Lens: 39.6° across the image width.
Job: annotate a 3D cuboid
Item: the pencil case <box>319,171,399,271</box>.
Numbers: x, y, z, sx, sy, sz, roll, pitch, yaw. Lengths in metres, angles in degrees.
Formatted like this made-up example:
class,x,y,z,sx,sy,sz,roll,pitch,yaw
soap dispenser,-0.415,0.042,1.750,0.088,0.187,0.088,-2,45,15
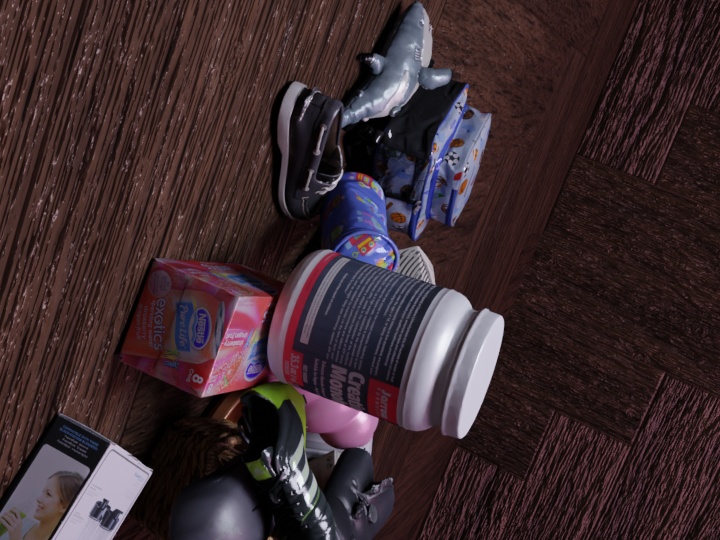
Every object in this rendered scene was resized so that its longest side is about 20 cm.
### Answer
class,x,y,z,sx,sy,sz,roll,pitch,yaw
pencil case,-0.003,-0.044,1.127,0.078,0.087,0.200,-46,-159,16

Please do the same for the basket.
class,x,y,z,sx,sy,sz,roll,pitch,yaw
basket,-0.123,0.253,1.088,0.200,0.149,0.143,38,77,-48

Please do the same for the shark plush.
class,x,y,z,sx,sy,sz,roll,pitch,yaw
shark plush,0.014,-0.227,1.166,0.200,0.091,0.083,-38,135,-17

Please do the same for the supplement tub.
class,x,y,z,sx,sy,sz,roll,pitch,yaw
supplement tub,0.024,0.071,0.967,0.140,0.200,0.141,18,90,-73

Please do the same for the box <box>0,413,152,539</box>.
class,x,y,z,sx,sy,sz,roll,pitch,yaw
box,-0.272,0.236,0.865,0.200,0.060,0.117,-60,163,-16

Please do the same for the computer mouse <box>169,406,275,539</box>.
class,x,y,z,sx,sy,sz,roll,pitch,yaw
computer mouse,-0.115,0.225,0.995,0.200,0.053,0.139,-36,109,-61

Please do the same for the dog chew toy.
class,x,y,z,sx,sy,sz,roll,pitch,yaw
dog chew toy,-0.050,0.133,1.183,0.200,0.124,0.125,52,53,-24

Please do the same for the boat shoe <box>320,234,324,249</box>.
class,x,y,z,sx,sy,sz,roll,pitch,yaw
boat shoe,0.000,0.000,1.208,0.063,0.073,0.200,-36,-141,25

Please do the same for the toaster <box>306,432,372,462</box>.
class,x,y,z,sx,sy,sz,roll,pitch,yaw
toaster,-0.057,0.243,1.350,0.200,0.129,0.114,106,-8,-49

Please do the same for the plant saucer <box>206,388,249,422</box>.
class,x,y,z,sx,sy,sz,roll,pitch,yaw
plant saucer,-0.164,0.218,1.225,0.200,0.032,0.200,-57,162,-30

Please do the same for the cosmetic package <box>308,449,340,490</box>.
class,x,y,z,sx,sy,sz,roll,pitch,yaw
cosmetic package,-0.086,0.319,1.286,0.105,0.200,0.071,50,22,-36

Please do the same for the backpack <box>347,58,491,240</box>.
class,x,y,z,sx,sy,sz,roll,pitch,yaw
backpack,0.077,-0.139,1.290,0.200,0.154,0.191,-55,171,-40

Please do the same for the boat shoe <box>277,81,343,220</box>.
class,x,y,z,sx,sy,sz,roll,pitch,yaw
boat shoe,-0.047,-0.116,1.064,0.200,0.060,0.074,94,20,-53

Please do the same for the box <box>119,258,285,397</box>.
class,x,y,z,sx,sy,sz,roll,pitch,yaw
box,-0.133,0.054,0.975,0.103,0.095,0.200,-68,163,4

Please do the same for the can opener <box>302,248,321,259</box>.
class,x,y,z,sx,sy,sz,roll,pitch,yaw
can opener,-0.020,0.067,1.237,0.079,0.200,0.063,-24,177,-22

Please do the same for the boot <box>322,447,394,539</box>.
class,x,y,z,sx,sy,sz,roll,pitch,yaw
boot,0.002,0.322,1.142,0.168,0.076,0.200,-41,112,-59

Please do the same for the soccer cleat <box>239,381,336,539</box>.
class,x,y,z,sx,sy,sz,roll,pitch,yaw
soccer cleat,-0.076,0.207,0.973,0.081,0.067,0.200,6,67,-57

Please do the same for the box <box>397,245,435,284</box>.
class,x,y,z,sx,sy,sz,roll,pitch,yaw
box,0.065,0.077,1.282,0.082,0.068,0.200,45,35,-63
